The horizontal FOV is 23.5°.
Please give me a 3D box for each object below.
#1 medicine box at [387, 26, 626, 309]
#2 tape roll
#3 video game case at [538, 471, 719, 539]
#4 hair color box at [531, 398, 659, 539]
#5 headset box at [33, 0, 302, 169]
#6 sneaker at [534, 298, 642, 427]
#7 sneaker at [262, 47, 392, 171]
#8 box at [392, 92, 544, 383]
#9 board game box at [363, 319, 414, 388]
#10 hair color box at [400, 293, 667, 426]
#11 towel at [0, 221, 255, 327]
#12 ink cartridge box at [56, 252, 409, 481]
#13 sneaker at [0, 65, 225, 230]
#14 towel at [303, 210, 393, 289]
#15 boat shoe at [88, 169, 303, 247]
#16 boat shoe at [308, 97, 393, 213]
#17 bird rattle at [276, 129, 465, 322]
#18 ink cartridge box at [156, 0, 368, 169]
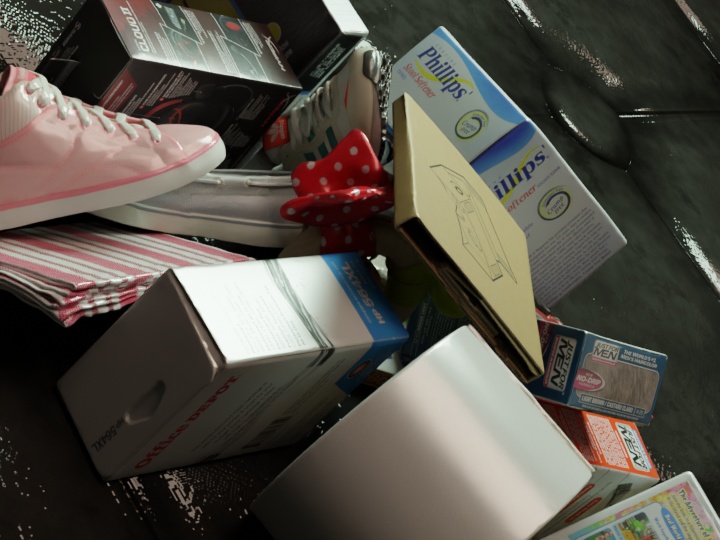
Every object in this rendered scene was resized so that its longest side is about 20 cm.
[{"bbox_3d":[0.121,-0.093,1.576,0.200,0.103,0.182,44,7,-41],"label":"medicine box"},{"bbox_3d":[0.041,0.153,1.201,0.139,0.203,0.203,49,31,7],"label":"tape roll"},{"bbox_3d":[0.222,0.277,1.329,0.024,0.182,0.200,82,-17,-61],"label":"video game case"},{"bbox_3d":[0.131,0.159,1.388,0.200,0.111,0.064,17,41,-40],"label":"hair color box"},{"bbox_3d":[-0.168,-0.128,1.322,0.200,0.149,0.075,3,49,-48],"label":"headset box"},{"bbox_3d":[0.164,0.092,1.545,0.200,0.087,0.074,41,-6,34],"label":"sneaker"},{"bbox_3d":[-0.030,-0.107,1.361,0.093,0.200,0.071,7,62,-4],"label":"sneaker"},{"bbox_3d":[0.078,-0.029,1.286,0.164,0.021,0.200,49,20,-24],"label":"box"},{"bbox_3d":[0.020,0.059,1.453,0.200,0.030,0.096,19,41,-34],"label":"board game box"},{"bbox_3d":[0.135,0.068,1.385,0.100,0.061,0.200,16,-1,-39],"label":"hair color box"},{"bbox_3d":[-0.186,-0.002,1.203,0.146,0.030,0.200,16,15,33],"label":"towel"},{"bbox_3d":[-0.087,0.064,1.201,0.200,0.146,0.084,-4,57,-52],"label":"ink cartridge box"},{"bbox_3d":[-0.196,-0.098,1.203,0.199,0.105,0.075,-14,18,-13],"label":"sneaker"},{"bbox_3d":[0.009,-0.016,1.488,0.200,0.035,0.133,20,27,-35],"label":"towel"},{"bbox_3d":[-0.134,-0.065,1.305,0.200,0.072,0.070,8,6,-24],"label":"boat shoe"},{"bbox_3d":[0.010,-0.090,1.570,0.200,0.065,0.074,26,36,-30],"label":"boat shoe"},{"bbox_3d":[0.000,0.000,1.315,0.200,0.163,0.113,24,26,-48],"label":"bird rattle"},{"bbox_3d":[-0.112,-0.207,1.433,0.047,0.198,0.200,-5,57,-53],"label":"ink cartridge box"}]
